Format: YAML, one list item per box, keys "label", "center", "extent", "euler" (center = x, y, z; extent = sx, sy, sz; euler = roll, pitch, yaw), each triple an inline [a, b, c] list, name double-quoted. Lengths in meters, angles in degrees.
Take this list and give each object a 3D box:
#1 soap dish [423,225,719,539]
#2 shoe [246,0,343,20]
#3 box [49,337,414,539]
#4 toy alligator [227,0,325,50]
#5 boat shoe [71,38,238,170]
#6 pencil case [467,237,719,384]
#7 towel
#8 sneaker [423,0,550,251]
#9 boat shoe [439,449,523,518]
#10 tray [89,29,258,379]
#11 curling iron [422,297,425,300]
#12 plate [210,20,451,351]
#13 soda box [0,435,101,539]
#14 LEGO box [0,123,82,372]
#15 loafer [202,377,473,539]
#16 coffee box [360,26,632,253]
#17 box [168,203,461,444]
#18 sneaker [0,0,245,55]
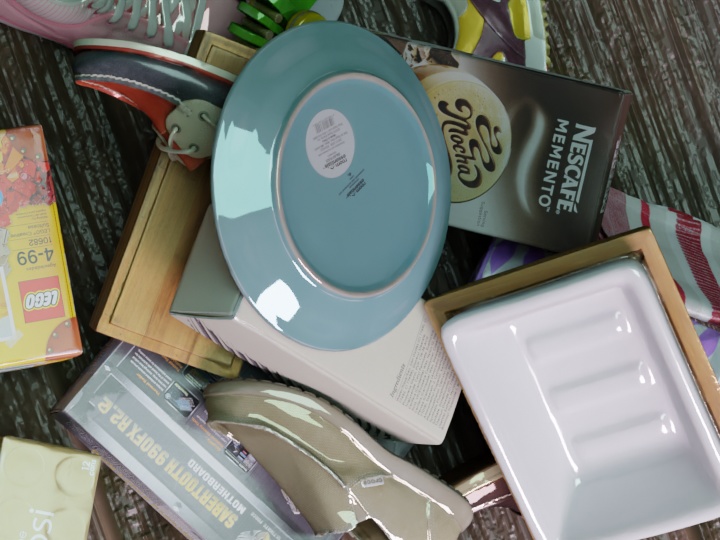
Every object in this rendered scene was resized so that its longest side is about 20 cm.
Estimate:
- label: "soap dish"
  center: [0.152, 0.075, 1.451]
  extent: [0.156, 0.081, 0.201]
  euler: [-19, 109, 22]
- label: "shoe"
  center: [-0.088, -0.242, 1.528]
  extent: [0.071, 0.091, 0.200]
  euler: [-44, 129, -2]
- label: "box"
  center: [-0.079, 0.100, 1.505]
  extent: [0.200, 0.048, 0.159]
  euler: [43, 74, -10]
- label: "toy alligator"
  center: [-0.077, -0.122, 1.496]
  extent: [0.054, 0.059, 0.201]
  euler: [17, 101, -42]
- label: "boat shoe"
  center: [-0.088, -0.089, 1.394]
  extent: [0.199, 0.071, 0.063]
  euler: [20, 86, -21]
- label: "pencil case"
  center: [0.158, 0.049, 1.539]
  extent: [0.199, 0.084, 0.086]
  euler: [24, 55, 8]
- label: "towel"
  center: [0.247, 0.001, 1.587]
  extent: [0.199, 0.144, 0.023]
  euler: [20, 116, -16]
- label: "sneaker"
  center: [0.089, -0.107, 1.579]
  extent: [0.089, 0.075, 0.202]
  euler: [-6, 80, -10]
- label: "boat shoe"
  center: [0.138, 0.146, 1.565]
  extent: [0.199, 0.072, 0.073]
  euler: [-18, 89, -26]
- label: "tray"
  center: [-0.091, -0.041, 1.450]
  extent: [0.098, 0.037, 0.202]
  euler: [20, 89, -16]
- label: "curling iron"
  center: [0.000, 0.000, 1.549]
  extent: [0.199, 0.050, 0.026]
  euler: [32, 76, -19]
- label: "plate"
  center: [-0.008, -0.051, 1.380]
  extent: [0.199, 0.025, 0.202]
  euler: [0, 90, -43]
- label: "soda box"
  center: [-0.218, 0.209, 1.438]
  extent: [0.067, 0.064, 0.202]
  euler: [13, 81, -17]
- label: "LEGO box"
  center: [-0.290, -0.001, 1.428]
  extent: [0.198, 0.077, 0.150]
  euler: [-10, 87, -20]
- label: "loafer"
  center: [-0.019, 0.134, 1.457]
  extent: [0.199, 0.076, 0.069]
  euler: [30, 70, -15]
- label: "coffee box"
  center: [0.071, -0.087, 1.506]
  extent: [0.198, 0.080, 0.114]
  euler: [14, 97, 10]
- label: "box"
  center: [-0.020, 0.035, 1.432]
  extent: [0.200, 0.068, 0.083]
  euler: [35, 68, -38]
- label: "sneaker"
  center: [-0.151, -0.175, 1.481]
  extent: [0.199, 0.105, 0.076]
  euler: [15, 78, -18]
